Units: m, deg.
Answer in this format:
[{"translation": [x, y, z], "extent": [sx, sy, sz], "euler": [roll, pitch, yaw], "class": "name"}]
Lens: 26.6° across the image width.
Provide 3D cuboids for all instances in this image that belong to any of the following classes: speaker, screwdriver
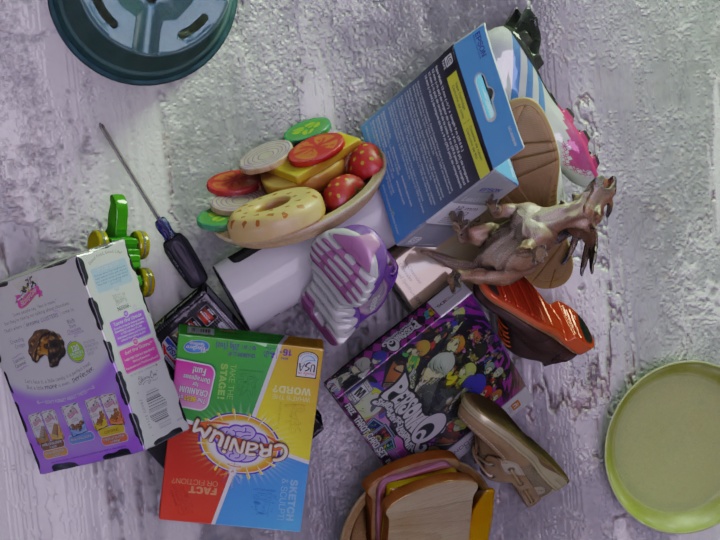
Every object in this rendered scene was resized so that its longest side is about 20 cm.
[{"translation": [-0.051, -0.020, 1.607], "extent": [0.199, 0.081, 0.082], "euler": [-31, 102, -6], "class": "speaker"}, {"translation": [-0.220, -0.068, 1.596], "extent": [0.028, 0.029, 0.201], "euler": [-32, 99, -7], "class": "screwdriver"}]

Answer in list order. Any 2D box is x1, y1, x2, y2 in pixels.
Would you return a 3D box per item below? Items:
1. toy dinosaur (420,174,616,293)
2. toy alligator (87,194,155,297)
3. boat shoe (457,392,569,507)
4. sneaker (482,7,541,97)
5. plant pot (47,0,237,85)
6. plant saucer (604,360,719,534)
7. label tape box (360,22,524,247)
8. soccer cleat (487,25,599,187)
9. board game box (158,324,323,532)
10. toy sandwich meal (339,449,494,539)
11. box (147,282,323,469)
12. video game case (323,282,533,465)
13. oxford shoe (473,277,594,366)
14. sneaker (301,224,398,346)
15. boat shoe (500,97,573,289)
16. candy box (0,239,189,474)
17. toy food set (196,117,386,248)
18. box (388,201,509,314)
[{"translation": [0.162, -0.023, 1.520], "extent": [0.135, 0.199, 0.087], "euler": [7, 64, -50], "class": "toy dinosaur"}, {"translation": [-0.249, 0.024, 1.573], "extent": [0.059, 0.054, 0.202], "euler": [-3, 81, -35], "class": "toy alligator"}, {"translation": [0.157, 0.202, 1.653], "extent": [0.064, 0.071, 0.200], "euler": [-42, 131, 6], "class": "boat shoe"}, {"translation": [0.122, -0.190, 1.636], "extent": [0.199, 0.060, 0.105], "euler": [-34, 104, -12], "class": "sneaker"}, {"translation": [-0.207, -0.282, 1.485], "extent": [0.198, 0.196, 0.202], "euler": [-1, 97, -11], "class": "plant pot"}, {"translation": [0.369, 0.200, 1.747], "extent": [0.198, 0.031, 0.202], "euler": [-1, 97, -11], "class": "plant saucer"}, {"translation": [0.096, -0.131, 1.525], "extent": [0.066, 0.200, 0.144], "euler": [3, 61, -41], "class": "label tape box"}, {"translation": [0.174, -0.160, 1.600], "extent": [0.086, 0.070, 0.201], "euler": [-34, 105, -1], "class": "soccer cleat"}, {"translation": [-0.124, 0.164, 1.576], "extent": [0.152, 0.040, 0.202], "euler": [6, 102, -6], "class": "board game box"}, {"translation": [0.070, 0.286, 1.645], "extent": [0.203, 0.070, 0.207], "euler": [-10, 118, -19], "class": "toy sandwich meal"}, {"translation": [-0.160, 0.140, 1.611], "extent": [0.160, 0.044, 0.200], "euler": [-39, 103, 3], "class": "box"}, {"translation": [0.077, 0.129, 1.627], "extent": [0.181, 0.036, 0.200], "euler": [-37, 132, -5], "class": "video game case"}, {"translation": [0.173, 0.059, 1.633], "extent": [0.072, 0.072, 0.200], "euler": [-36, 138, 22], "class": "oxford shoe"}, {"translation": [0.000, 0.000, 1.523], "extent": [0.088, 0.200, 0.081], "euler": [-32, 76, -21], "class": "sneaker"}, {"translation": [0.175, -0.084, 1.573], "extent": [0.070, 0.069, 0.202], "euler": [-9, 107, 7], "class": "boat shoe"}, {"translation": [-0.279, 0.088, 1.518], "extent": [0.071, 0.167, 0.202], "euler": [-23, 96, -51], "class": "candy box"}, {"translation": [-0.070, -0.086, 1.540], "extent": [0.199, 0.198, 0.049], "euler": [-34, 120, -21], "class": "toy food set"}, {"translation": [0.119, -0.033, 1.642], "extent": [0.200, 0.078, 0.095], "euler": [-39, 103, -5], "class": "box"}]
